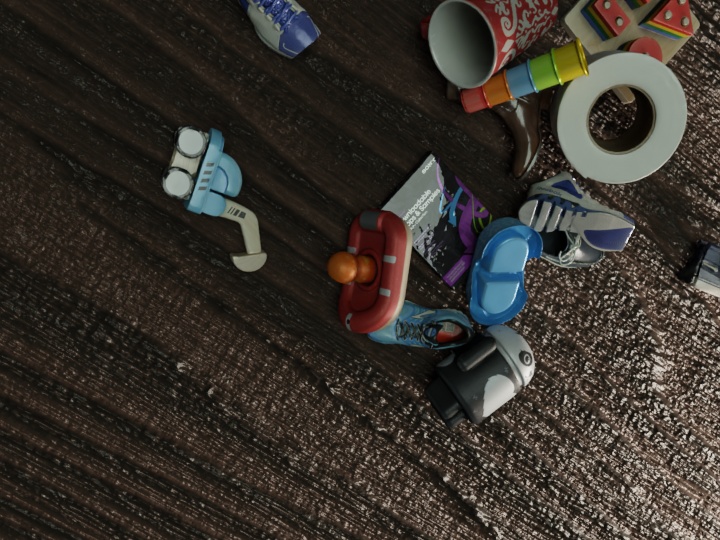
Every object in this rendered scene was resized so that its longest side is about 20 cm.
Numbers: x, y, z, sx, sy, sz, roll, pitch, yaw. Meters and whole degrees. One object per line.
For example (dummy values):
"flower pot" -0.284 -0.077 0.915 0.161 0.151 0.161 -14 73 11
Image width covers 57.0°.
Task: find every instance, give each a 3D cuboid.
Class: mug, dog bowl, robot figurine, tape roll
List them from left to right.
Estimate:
"robot figurine" 0.211 0.186 1.161 0.198 0.150 0.126 -36 89 -5
"mug" 0.205 -0.410 1.068 0.199 0.134 0.177 -36 70 -31
"dog bowl" 0.241 0.000 1.146 0.109 0.050 0.204 -2 123 -15
"tape roll" 0.423 -0.260 1.108 0.198 0.139 0.207 4 110 11

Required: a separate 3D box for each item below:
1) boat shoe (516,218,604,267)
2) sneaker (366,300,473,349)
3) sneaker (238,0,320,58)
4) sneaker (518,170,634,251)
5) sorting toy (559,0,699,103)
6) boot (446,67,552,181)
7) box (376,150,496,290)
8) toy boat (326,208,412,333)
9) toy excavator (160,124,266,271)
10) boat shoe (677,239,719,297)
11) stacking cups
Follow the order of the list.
"boat shoe" 0.359 -0.050 1.194 0.196 0.062 0.076 19 92 -13
"sneaker" 0.105 0.096 1.147 0.195 0.090 0.080 1 97 -9
"sneaker" -0.150 -0.420 1.012 0.080 0.115 0.200 -43 102 0
"sneaker" 0.375 -0.117 1.151 0.195 0.081 0.117 16 49 3
"sorting toy" 0.492 -0.442 1.169 0.199 0.070 0.200 44 87 -13
"boot" 0.220 -0.271 1.138 0.196 0.064 0.191 17 81 -16
"box" 0.141 -0.087 1.160 0.200 0.036 0.143 43 87 -12
"toy boat" 0.000 0.000 1.080 0.129 0.129 0.205 3 96 -41
"toy excavator" -0.222 -0.115 1.061 0.196 0.100 0.198 18 94 -21
"boat shoe" 0.713 0.011 1.264 0.196 0.075 0.094 19 101 -12
"stacking cups" 0.257 -0.297 1.050 0.197 0.060 0.062 -19 102 28
